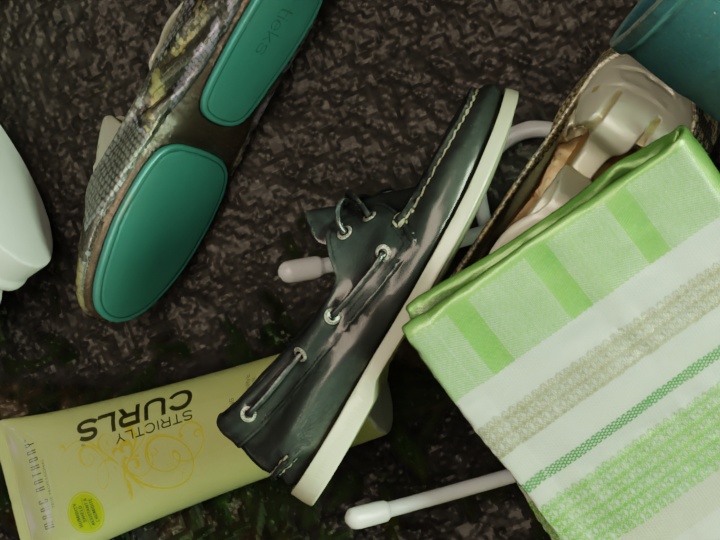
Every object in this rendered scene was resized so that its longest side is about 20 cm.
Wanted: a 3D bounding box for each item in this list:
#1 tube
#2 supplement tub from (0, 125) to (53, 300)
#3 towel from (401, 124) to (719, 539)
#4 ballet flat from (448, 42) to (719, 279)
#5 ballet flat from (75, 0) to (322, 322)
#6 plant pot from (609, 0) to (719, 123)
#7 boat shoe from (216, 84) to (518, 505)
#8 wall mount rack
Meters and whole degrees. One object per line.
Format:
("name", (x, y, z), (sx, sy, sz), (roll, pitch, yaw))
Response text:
("tube", (-0.083, 0.083, 1.168), (0.199, 0.052, 0.058), (-18, 39, 18))
("supplement tub", (-0.263, -0.002, 1.171), (0.199, 0.145, 0.146), (-31, 79, 12))
("towel", (0.126, 0.050, 1.038), (0.149, 0.031, 0.200), (-34, 116, 5))
("ballet flat", (0.095, -0.032, 1.042), (0.068, 0.075, 0.200), (37, 93, 12))
("ballet flat", (-0.087, -0.072, 1.176), (0.072, 0.072, 0.201), (31, 95, 15))
("plant pot", (0.235, -0.104, 0.975), (0.188, 0.200, 0.200), (41, 98, -2))
("boat shoe", (0.000, 0.000, 1.060), (0.066, 0.075, 0.200), (28, 101, 1))
("wall mount rack", (0.066, 0.034, 1.114), (0.173, 0.075, 0.201), (-17, 82, 13))
